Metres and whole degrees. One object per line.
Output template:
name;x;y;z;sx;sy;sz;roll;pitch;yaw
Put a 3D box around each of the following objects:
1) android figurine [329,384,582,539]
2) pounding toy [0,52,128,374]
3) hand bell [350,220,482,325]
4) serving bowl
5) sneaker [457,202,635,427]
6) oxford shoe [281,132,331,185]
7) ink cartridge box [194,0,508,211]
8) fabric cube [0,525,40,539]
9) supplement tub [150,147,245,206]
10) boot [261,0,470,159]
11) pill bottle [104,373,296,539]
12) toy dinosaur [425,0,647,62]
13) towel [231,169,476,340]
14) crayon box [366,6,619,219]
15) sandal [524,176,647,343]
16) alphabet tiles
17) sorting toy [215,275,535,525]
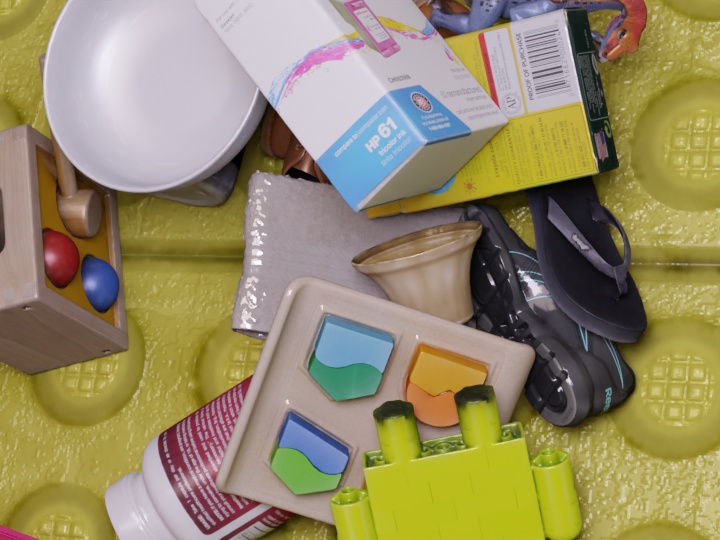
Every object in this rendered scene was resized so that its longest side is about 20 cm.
android figurine;0.072;0.186;1.534;0.182;0.041;0.200;-10;108;2
pounding toy;-0.269;-0.044;1.728;0.142;0.184;0.200;-14;68;18
hand bell;0.069;0.072;1.584;0.104;0.104;0.200;-13;101;19
serving bowl;-0.149;-0.155;1.629;0.200;0.066;0.200;-4;81;26
sneaker;0.139;0.031;1.599;0.079;0.075;0.200;-14;63;-31
oxford shoe;-0.024;-0.109;1.653;0.071;0.071;0.200;20;112;15
ink cartridge box;-0.006;-0.153;1.516;0.085;0.145;0.200;-45;78;27
fabric cube;-0.307;0.299;1.625;0.196;0.200;0.200;14;77;27
supplement tub;-0.142;-0.165;1.750;0.122;0.123;0.200;10;77;25
boot;0.027;-0.137;1.706;0.200;0.077;0.155;-46;66;-5
pill bottle;-0.097;0.156;1.631;0.200;0.113;0.113;-32;64;9
toy dinosaur;0.126;-0.206;1.601;0.181;0.200;0.105;-14;36;36
towel;0.000;0.000;1.626;0.200;0.034;0.133;10;73;-17
crayon box;0.087;-0.119;1.585;0.200;0.051;0.127;-10;94;27
sandal;0.169;-0.033;1.587;0.043;0.076;0.200;-53;44;43
alphabet tiles;-0.142;-0.212;1.675;0.167;0.008;0.200;-22;73;21
sorting toy;0.012;0.114;1.541;0.200;0.036;0.185;17;109;-12
